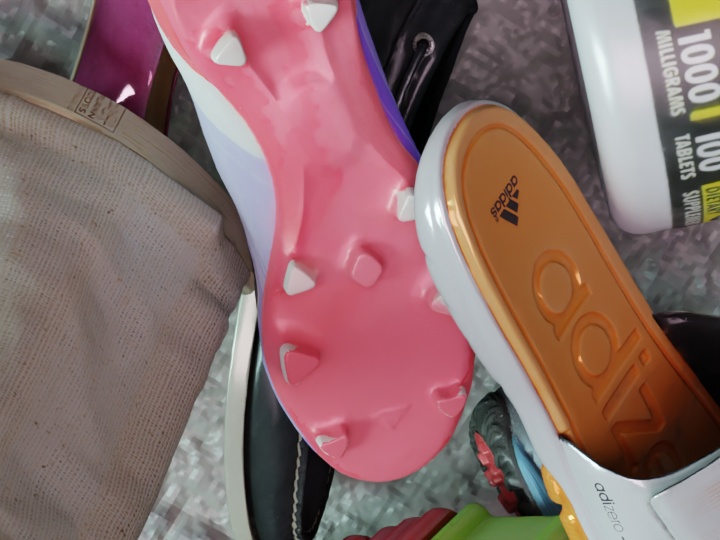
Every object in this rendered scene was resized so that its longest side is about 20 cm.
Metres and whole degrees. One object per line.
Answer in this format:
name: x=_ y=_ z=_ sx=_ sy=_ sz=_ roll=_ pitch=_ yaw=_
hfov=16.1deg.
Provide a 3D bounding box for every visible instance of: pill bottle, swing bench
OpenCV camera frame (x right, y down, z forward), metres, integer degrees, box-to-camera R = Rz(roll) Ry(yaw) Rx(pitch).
pill bottle: x=0.160 y=-0.084 z=0.749 sx=0.198 sy=0.113 sz=0.113 roll=-13 pitch=108 yaw=5
swing bench: x=-0.153 y=0.051 z=0.712 sx=0.199 sy=0.199 sz=0.130 roll=-31 pitch=113 yaw=31

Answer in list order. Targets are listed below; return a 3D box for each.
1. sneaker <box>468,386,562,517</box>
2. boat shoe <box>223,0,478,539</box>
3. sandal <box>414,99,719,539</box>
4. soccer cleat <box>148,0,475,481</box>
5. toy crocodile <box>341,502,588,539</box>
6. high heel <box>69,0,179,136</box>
sneaker: x=0.124 y=0.086 z=0.837 sx=0.200 sy=0.079 sz=0.096 roll=38 pitch=91 yaw=-18
boat shoe: x=0.001 y=-0.001 z=0.800 sx=0.066 sy=0.074 sz=0.201 roll=10 pitch=99 yaw=10
sandal: x=0.086 y=0.038 z=0.724 sx=0.059 sy=0.079 sz=0.207 roll=-6 pitch=129 yaw=44
soccer cleat: x=-0.015 y=-0.033 z=0.729 sx=0.066 sy=0.077 sz=0.201 roll=-21 pitch=118 yaw=-1
toy crocodile: x=-0.001 y=0.111 z=0.806 sx=0.200 sy=0.067 sz=0.062 roll=-28 pitch=96 yaw=49
high heel: x=-0.050 y=-0.061 z=0.778 sx=0.200 sy=0.067 sz=0.096 roll=-43 pitch=93 yaw=18
